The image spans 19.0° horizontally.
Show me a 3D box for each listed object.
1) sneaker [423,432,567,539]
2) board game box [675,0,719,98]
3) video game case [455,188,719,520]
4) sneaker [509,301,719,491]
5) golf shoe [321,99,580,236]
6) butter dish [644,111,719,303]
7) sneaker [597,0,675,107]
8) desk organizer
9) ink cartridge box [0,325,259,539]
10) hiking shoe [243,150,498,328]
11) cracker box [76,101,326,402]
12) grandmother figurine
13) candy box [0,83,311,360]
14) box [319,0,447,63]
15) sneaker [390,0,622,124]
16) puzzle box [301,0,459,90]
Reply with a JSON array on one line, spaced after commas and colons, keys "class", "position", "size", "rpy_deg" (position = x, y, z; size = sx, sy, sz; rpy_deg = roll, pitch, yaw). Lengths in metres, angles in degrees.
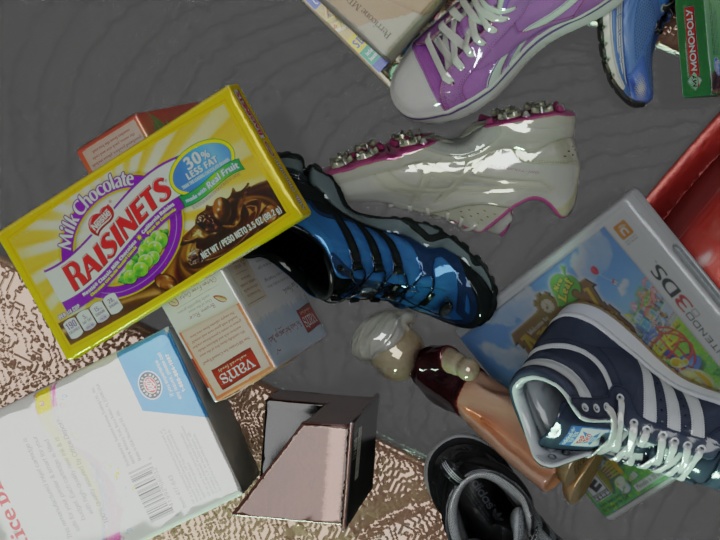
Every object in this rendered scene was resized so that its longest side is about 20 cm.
[{"class": "sneaker", "position": [0.115, 0.207, 1.529], "size": [0.075, 0.114, 0.200], "rpy_deg": [-39, 89, 4]}, {"class": "board game box", "position": [0.272, -0.224, 1.509], "size": [0.029, 0.134, 0.202], "rpy_deg": [-3, 91, 48]}, {"class": "video game case", "position": [0.183, 0.064, 1.508], "size": [0.182, 0.022, 0.200], "rpy_deg": [51, 134, 1]}, {"class": "sneaker", "position": [0.190, 0.112, 1.442], "size": [0.200, 0.108, 0.070], "rpy_deg": [37, 132, 13]}, {"class": "golf shoe", "position": [0.063, -0.061, 1.547], "size": [0.198, 0.075, 0.092], "rpy_deg": [-12, 101, 8]}, {"class": "butter dish", "position": [0.290, 0.001, 1.497], "size": [0.200, 0.148, 0.200], "rpy_deg": [41, 94, 1]}, {"class": "sneaker", "position": [0.216, -0.215, 1.530], "size": [0.088, 0.079, 0.202], "rpy_deg": [8, 92, 5]}, {"class": "desk organizer", "position": [-0.035, 0.127, 1.494], "size": [0.076, 0.200, 0.072], "rpy_deg": [5, 92, 5]}, {"class": "ink cartridge box", "position": [-0.192, 0.137, 1.539], "size": [0.199, 0.125, 0.129], "rpy_deg": [-25, 90, 4]}, {"class": "hiking shoe", "position": [0.000, 0.000, 1.515], "size": [0.199, 0.075, 0.087], "rpy_deg": [26, 48, -3]}, {"class": "cracker box", "position": [-0.110, -0.016, 1.523], "size": [0.057, 0.134, 0.201], "rpy_deg": [-30, 89, 16]}, {"class": "grandmother figurine", "position": [0.077, 0.089, 1.531], "size": [0.199, 0.122, 0.061], "rpy_deg": [31, 66, 24]}, {"class": "candy box", "position": [-0.141, -0.031, 1.446], "size": [0.199, 0.026, 0.103], "rpy_deg": [-31, 86, 16]}, {"class": "box", "position": [0.053, -0.251, 1.512], "size": [0.095, 0.078, 0.200], "rpy_deg": [41, 93, 1]}, {"class": "sneaker", "position": [0.083, -0.180, 1.478], "size": [0.200, 0.114, 0.073], "rpy_deg": [-37, 67, 20]}, {"class": "puzzle box", "position": [0.064, -0.229, 1.564], "size": [0.133, 0.025, 0.200], "rpy_deg": [44, 94, 2]}]
